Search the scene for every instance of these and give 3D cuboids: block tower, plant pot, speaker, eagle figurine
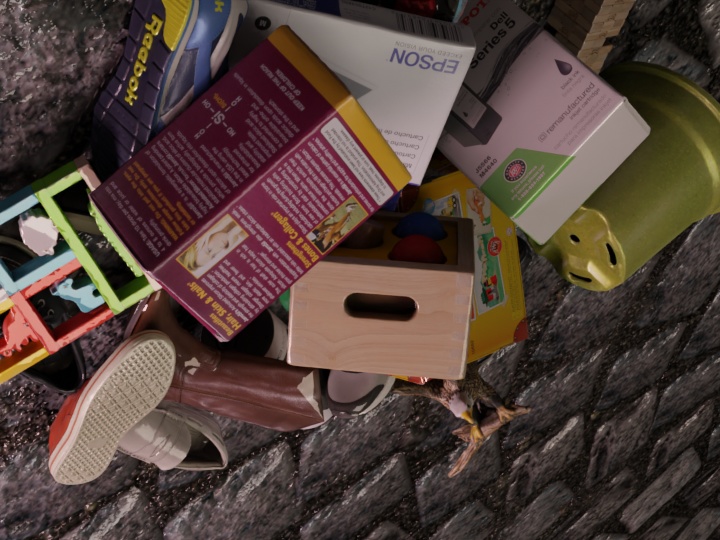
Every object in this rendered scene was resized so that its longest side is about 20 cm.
[{"bbox_3d":[0.217,-0.236,1.518,0.058,0.054,0.200,-15,140,-39],"label":"block tower"},{"bbox_3d":[0.271,-0.084,1.592,0.184,0.200,0.200,-46,155,-27],"label":"plant pot"},{"bbox_3d":[-0.088,0.097,1.553,0.081,0.081,0.200,-43,150,-1],"label":"speaker"},{"bbox_3d":[0.090,0.121,1.687,0.200,0.151,0.152,37,70,-23],"label":"eagle figurine"}]

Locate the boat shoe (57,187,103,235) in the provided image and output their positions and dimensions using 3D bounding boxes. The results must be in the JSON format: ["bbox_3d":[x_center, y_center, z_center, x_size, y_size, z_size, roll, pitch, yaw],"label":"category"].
[{"bbox_3d":[-0.167,-0.053,1.283,0.201,0.074,0.063,5,90,-41],"label":"boat shoe"}]

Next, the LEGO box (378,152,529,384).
[{"bbox_3d":[0.081,-0.007,1.527,0.149,0.077,0.200,-19,109,-35],"label":"LEGO box"}]

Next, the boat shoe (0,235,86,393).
[{"bbox_3d":[-0.276,0.045,1.266,0.074,0.066,0.199,-32,149,-15],"label":"boat shoe"}]

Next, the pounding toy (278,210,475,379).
[{"bbox_3d":[0.000,0.000,1.355,0.184,0.200,0.142,-80,175,-71],"label":"pounding toy"}]

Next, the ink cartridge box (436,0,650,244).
[{"bbox_3d":[0.138,-0.146,1.390,0.146,0.200,0.084,-47,148,7],"label":"ink cartridge box"}]

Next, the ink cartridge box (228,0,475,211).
[{"bbox_3d":[-0.030,-0.132,1.267,0.199,0.041,0.200,9,129,-15],"label":"ink cartridge box"}]

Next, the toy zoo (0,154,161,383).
[{"bbox_3d":[-0.270,0.012,1.195,0.200,0.020,0.131,-31,124,-4],"label":"toy zoo"}]

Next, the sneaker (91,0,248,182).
[{"bbox_3d":[-0.146,-0.139,1.179,0.082,0.074,0.200,-8,137,-47],"label":"sneaker"}]

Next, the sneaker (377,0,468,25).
[{"bbox_3d":[0.036,-0.193,1.323,0.200,0.079,0.096,-45,176,33],"label":"sneaker"}]

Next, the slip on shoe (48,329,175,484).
[{"bbox_3d":[-0.229,0.114,1.366,0.074,0.061,0.200,7,137,-35],"label":"slip on shoe"}]

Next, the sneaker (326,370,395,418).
[{"bbox_3d":[0.005,0.058,1.577,0.079,0.074,0.200,47,55,-49],"label":"sneaker"}]

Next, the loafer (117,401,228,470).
[{"bbox_3d":[-0.196,0.160,1.511,0.070,0.070,0.200,-49,150,12],"label":"loafer"}]

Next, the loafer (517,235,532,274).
[{"bbox_3d":[0.120,0.036,1.741,0.201,0.068,0.070,-45,149,17],"label":"loafer"}]

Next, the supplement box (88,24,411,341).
[{"bbox_3d":[-0.081,-0.064,1.165,0.200,0.103,0.131,-41,146,-1],"label":"supplement box"}]

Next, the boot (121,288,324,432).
[{"bbox_3d":[-0.116,0.076,1.391,0.200,0.064,0.186,16,143,-6],"label":"boot"}]
